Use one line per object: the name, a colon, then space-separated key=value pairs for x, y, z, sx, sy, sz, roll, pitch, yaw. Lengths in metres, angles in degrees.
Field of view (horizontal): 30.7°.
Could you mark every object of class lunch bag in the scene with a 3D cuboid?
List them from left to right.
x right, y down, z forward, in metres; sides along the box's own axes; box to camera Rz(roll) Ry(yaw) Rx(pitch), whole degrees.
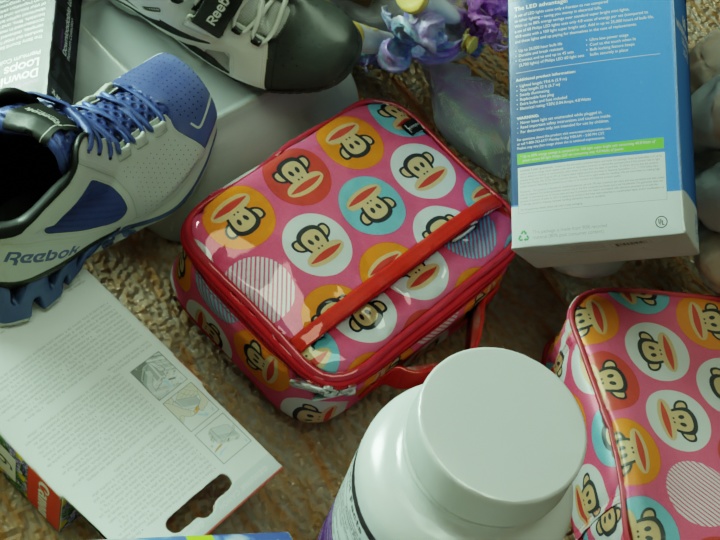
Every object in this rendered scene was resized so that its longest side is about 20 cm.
lunch bag: x=0.000 y=0.000 z=0.828 sx=0.200 sy=0.082 sz=0.176 roll=-36 pitch=75 yaw=-31
lunch bag: x=0.212 y=0.107 z=0.812 sx=0.175 sy=0.082 sz=0.201 roll=3 pitch=54 yaw=-14

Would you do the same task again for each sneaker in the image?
sneaker: x=-0.155 y=-0.065 z=0.744 sx=0.080 sy=0.115 sz=0.199 roll=35 pitch=60 yaw=12
sneaker: x=-0.095 y=-0.172 z=0.823 sx=0.199 sy=0.089 sz=0.074 roll=23 pitch=87 yaw=8

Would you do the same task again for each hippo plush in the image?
hippo plush: x=0.179 y=-0.075 z=0.867 sx=0.160 sy=0.160 sz=0.200 roll=-5 pitch=30 yaw=-2

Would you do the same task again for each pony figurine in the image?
pony figurine: x=0.059 y=-0.171 z=0.919 sx=0.193 sy=0.167 sz=0.200 roll=33 pitch=18 yaw=29

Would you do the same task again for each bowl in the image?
bowl: x=-0.114 y=-0.139 z=0.907 sx=0.200 sy=0.075 sz=0.199 roll=43 pitch=55 yaw=18

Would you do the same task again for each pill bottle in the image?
pill bottle: x=0.044 y=0.126 z=0.678 sx=0.111 sy=0.200 sz=0.112 roll=7 pitch=54 yaw=-10

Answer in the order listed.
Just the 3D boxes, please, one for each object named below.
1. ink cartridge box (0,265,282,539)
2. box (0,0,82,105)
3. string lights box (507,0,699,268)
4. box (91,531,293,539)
ink cartridge box: x=-0.152 y=0.085 z=0.750 sx=0.200 sy=0.050 sz=0.109 roll=42 pitch=56 yaw=15
box: x=-0.253 y=-0.157 z=0.864 sx=0.142 sy=0.036 sz=0.201 roll=-14 pitch=53 yaw=15
string lights box: x=0.144 y=-0.108 z=0.787 sx=0.102 sy=0.059 sz=0.201 roll=-4 pitch=77 yaw=22
box: x=-0.086 y=0.181 z=0.624 sx=0.199 sy=0.048 sz=0.122 roll=3 pitch=27 yaw=-29
